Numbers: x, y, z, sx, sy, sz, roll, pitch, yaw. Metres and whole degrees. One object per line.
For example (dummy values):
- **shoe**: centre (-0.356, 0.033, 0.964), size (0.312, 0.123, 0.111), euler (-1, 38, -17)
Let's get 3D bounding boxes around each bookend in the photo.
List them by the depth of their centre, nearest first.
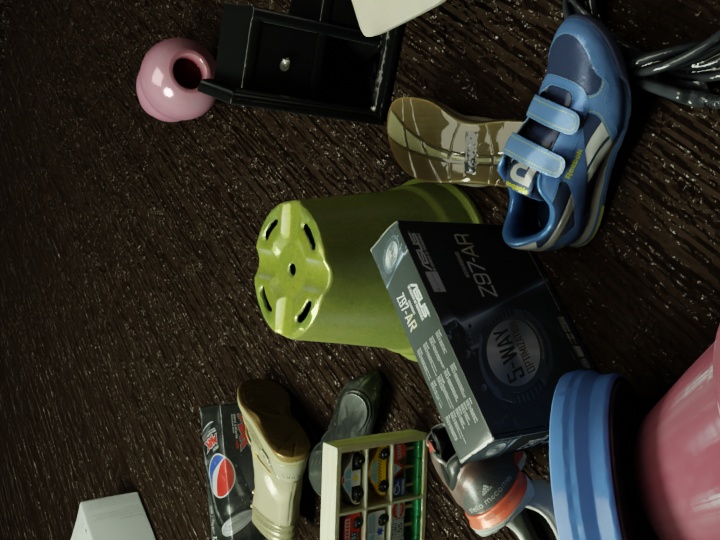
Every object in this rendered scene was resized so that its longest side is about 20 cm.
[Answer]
- **bookend**: centre (-0.057, -0.276, 0.865), size (0.092, 0.197, 0.203), euler (29, 112, 51)

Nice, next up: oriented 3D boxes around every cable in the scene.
- **cable**: centre (0.232, -0.222, 0.599), size (0.200, 0.050, 0.165), euler (43, 125, 46)

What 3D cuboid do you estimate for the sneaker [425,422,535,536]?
- **sneaker**: centre (0.097, 0.159, 0.695), size (0.082, 0.077, 0.200), euler (50, 177, 0)

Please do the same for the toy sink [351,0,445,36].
- **toy sink**: centre (0.051, -0.352, 0.773), size (0.130, 0.111, 0.202), euler (-7, 104, 54)

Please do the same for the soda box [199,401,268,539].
- **soda box**: centre (-0.180, 0.292, 1.139), size (0.063, 0.070, 0.203), euler (-18, 76, 48)

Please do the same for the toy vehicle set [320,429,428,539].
- **toy vehicle set**: centre (0.015, 0.276, 0.834), size (0.026, 0.123, 0.203), euler (5, 95, 52)

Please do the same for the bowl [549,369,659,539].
- **bowl**: centre (0.184, 0.169, 0.555), size (0.039, 0.200, 0.203), euler (-15, 77, 28)

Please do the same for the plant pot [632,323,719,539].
- **plant pot**: centre (0.263, 0.105, 0.461), size (0.179, 0.198, 0.202), euler (124, 133, -57)

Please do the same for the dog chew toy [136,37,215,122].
- **dog chew toy**: centre (-0.302, -0.294, 1.267), size (0.199, 0.123, 0.126), euler (-4, 87, 61)

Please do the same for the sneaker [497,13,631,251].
- **sneaker**: centre (0.159, -0.100, 0.637), size (0.074, 0.081, 0.202), euler (43, 141, 50)

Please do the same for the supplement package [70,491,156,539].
- **supplement package**: centre (-0.448, 0.534, 1.462), size (0.200, 0.116, 0.118), euler (50, 127, 40)

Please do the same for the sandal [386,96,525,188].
- **sandal**: centre (0.108, -0.122, 0.773), size (0.198, 0.054, 0.081), euler (17, 110, 37)

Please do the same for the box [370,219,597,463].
- **box**: centre (0.113, 0.052, 0.672), size (0.044, 0.159, 0.202), euler (-48, 53, 41)

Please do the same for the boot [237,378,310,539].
- **boot**: centre (-0.122, 0.251, 1.062), size (0.200, 0.072, 0.157), euler (-137, 47, -56)

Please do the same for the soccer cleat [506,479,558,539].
- **soccer cleat**: centre (0.183, 0.259, 0.640), size (0.201, 0.084, 0.069), euler (57, 132, 36)

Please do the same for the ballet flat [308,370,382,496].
- **ballet flat**: centre (-0.014, 0.205, 0.948), size (0.066, 0.057, 0.201), euler (34, 126, 17)

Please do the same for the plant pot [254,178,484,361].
- **plant pot**: centre (0.000, 0.000, 0.802), size (0.199, 0.183, 0.203), euler (1, 91, 52)
